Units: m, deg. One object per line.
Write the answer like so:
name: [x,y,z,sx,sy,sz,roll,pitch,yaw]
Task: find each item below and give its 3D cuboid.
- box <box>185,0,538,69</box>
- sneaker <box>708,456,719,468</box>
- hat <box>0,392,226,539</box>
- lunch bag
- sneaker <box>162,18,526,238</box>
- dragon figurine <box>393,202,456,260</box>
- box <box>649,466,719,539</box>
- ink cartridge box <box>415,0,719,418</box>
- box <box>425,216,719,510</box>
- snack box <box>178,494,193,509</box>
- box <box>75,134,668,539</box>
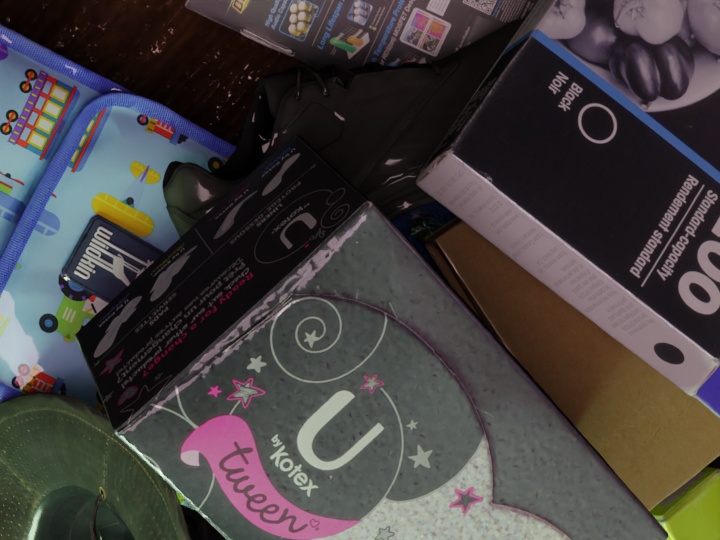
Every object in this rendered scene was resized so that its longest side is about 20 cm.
box: [0.029,-0.182,0.838,0.159,0.046,0.200,24,107,-6]
sneaker: [0.244,0.086,0.893,0.200,0.082,0.073,-41,103,14]
hat: [-0.094,0.140,0.774,0.081,0.201,0.201,-9,113,-40]
lunch bag: [-0.144,-0.012,0.812,0.200,0.094,0.151,25,80,-8]
sneaker: [0.002,-0.062,0.790,0.200,0.076,0.091,-37,103,-17]
dragon figurine: [0.000,0.000,0.852,0.200,0.059,0.099,-33,63,-17]
box: [0.178,0.186,0.904,0.048,0.122,0.200,-35,105,-20]
ink cartridge box: [0.155,-0.056,0.784,0.200,0.043,0.198,38,66,-9]
box: [0.153,-0.001,0.845,0.200,0.021,0.164,-35,95,-16]
snack box: [-0.016,0.134,0.901,0.169,0.068,0.200,-5,117,-3]
box: [0.003,0.068,0.720,0.132,0.115,0.200,-43,113,-1]
